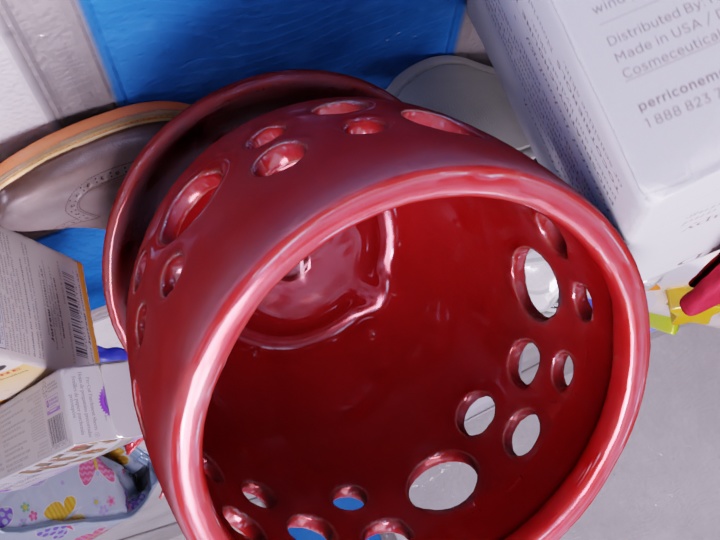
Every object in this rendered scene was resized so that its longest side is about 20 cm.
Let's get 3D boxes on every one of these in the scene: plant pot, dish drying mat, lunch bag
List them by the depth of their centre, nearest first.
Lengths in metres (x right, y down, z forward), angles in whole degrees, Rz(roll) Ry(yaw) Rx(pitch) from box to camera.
[{"bbox_3d":[-0.005,0.020,0.547,0.200,0.201,0.183,-20,-151,-12],"label":"plant pot"},{"bbox_3d":[0.196,-0.013,0.597,0.077,0.018,0.200,-24,169,1],"label":"dish drying mat"},{"bbox_3d":[-0.300,0.205,1.133,0.169,0.127,0.200,-34,154,32],"label":"lunch bag"}]

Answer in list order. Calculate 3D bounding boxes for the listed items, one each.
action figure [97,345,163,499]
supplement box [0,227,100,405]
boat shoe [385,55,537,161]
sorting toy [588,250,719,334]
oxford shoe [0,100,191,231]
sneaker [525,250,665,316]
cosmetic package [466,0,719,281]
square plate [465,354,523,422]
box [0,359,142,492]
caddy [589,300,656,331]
[{"bbox_3d":[-0.160,0.083,0.774,0.200,0.099,0.065,7,161,-20],"label":"action figure"},{"bbox_3d":[-0.220,0.027,0.614,0.126,0.074,0.200,-14,168,7],"label":"supplement box"},{"bbox_3d":[0.074,-0.084,0.731,0.200,0.074,0.060,-22,165,-45],"label":"boat shoe"},{"bbox_3d":[0.205,-0.010,0.824,0.180,0.107,0.200,4,156,-19],"label":"sorting toy"},{"bbox_3d":[-0.084,-0.037,0.623,0.200,0.073,0.071,-12,164,-29],"label":"oxford shoe"},{"bbox_3d":[0.076,-0.009,0.720,0.200,0.081,0.075,-12,178,8],"label":"sneaker"},{"bbox_3d":[0.148,-0.109,0.534,0.167,0.167,0.200,-24,168,2],"label":"cosmetic package"},{"bbox_3d":[0.073,0.064,1.161,0.028,0.200,0.198,35,134,-24],"label":"square plate"},{"bbox_3d":[-0.171,0.088,0.682,0.039,0.042,0.200,-4,166,-33],"label":"box"},{"bbox_3d":[0.226,-0.009,1.174,0.141,0.105,0.200,-23,-168,-33],"label":"caddy"}]
